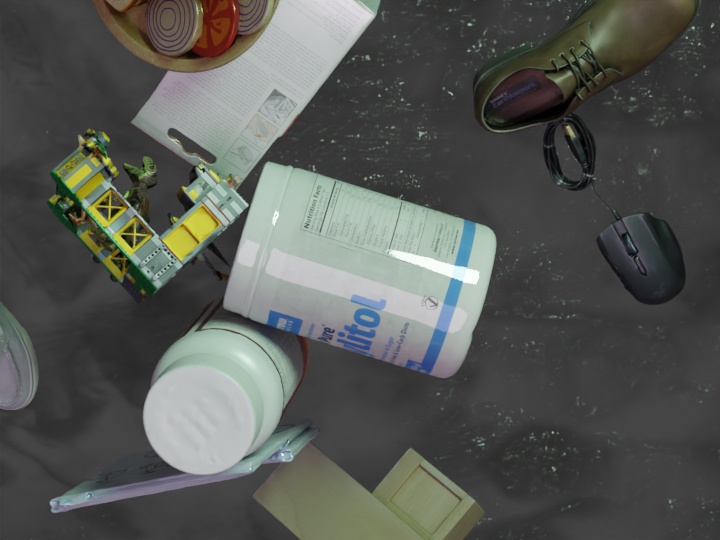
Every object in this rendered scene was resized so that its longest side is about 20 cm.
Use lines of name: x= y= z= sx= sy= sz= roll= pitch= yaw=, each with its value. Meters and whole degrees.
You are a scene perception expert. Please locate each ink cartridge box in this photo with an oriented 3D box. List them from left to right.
ink cartridge box: x=-0.085 y=-0.169 z=1.517 sx=0.109 sy=0.050 sz=0.200 roll=35 pitch=117 yaw=-11

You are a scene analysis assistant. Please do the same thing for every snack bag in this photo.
snack bag: x=-0.145 y=0.168 z=1.622 sx=0.188 sy=0.200 sz=0.021 roll=-11 pitch=94 yaw=13

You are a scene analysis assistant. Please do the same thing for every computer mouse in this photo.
computer mouse: x=0.205 y=-0.045 z=1.538 sx=0.059 sy=0.034 sz=0.200 roll=-28 pitch=118 yaw=21

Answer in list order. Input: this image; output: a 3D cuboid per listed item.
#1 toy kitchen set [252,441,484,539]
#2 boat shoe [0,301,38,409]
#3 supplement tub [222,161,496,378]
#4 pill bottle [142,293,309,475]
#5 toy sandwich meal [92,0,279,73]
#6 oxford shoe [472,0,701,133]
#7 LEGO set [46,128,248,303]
toy kitchen set: x=0.000 y=0.260 z=1.728 sx=0.163 sy=0.180 sz=0.200 roll=38 pitch=82 yaw=28
boat shoe: x=-0.344 y=0.046 z=1.648 sx=0.070 sy=0.072 sz=0.201 roll=-15 pitch=114 yaw=15
supplement tub: x=0.000 y=0.000 z=1.547 sx=0.199 sy=0.132 sz=0.132 roll=16 pitch=118 yaw=-1
pill bottle: x=-0.110 y=0.092 z=1.561 sx=0.109 sy=0.200 sz=0.110 roll=2 pitch=105 yaw=8
toy sandwich meal: x=-0.150 y=-0.247 z=1.442 sx=0.205 sy=0.070 sz=0.206 roll=6 pitch=104 yaw=26
oxford shoe: x=0.176 y=-0.160 z=1.469 sx=0.200 sy=0.084 sz=0.073 roll=-33 pitch=107 yaw=20
LEGO set: x=-0.167 y=-0.058 z=1.530 sx=0.116 sy=0.200 sz=0.154 roll=-43 pitch=84 yaw=-13
